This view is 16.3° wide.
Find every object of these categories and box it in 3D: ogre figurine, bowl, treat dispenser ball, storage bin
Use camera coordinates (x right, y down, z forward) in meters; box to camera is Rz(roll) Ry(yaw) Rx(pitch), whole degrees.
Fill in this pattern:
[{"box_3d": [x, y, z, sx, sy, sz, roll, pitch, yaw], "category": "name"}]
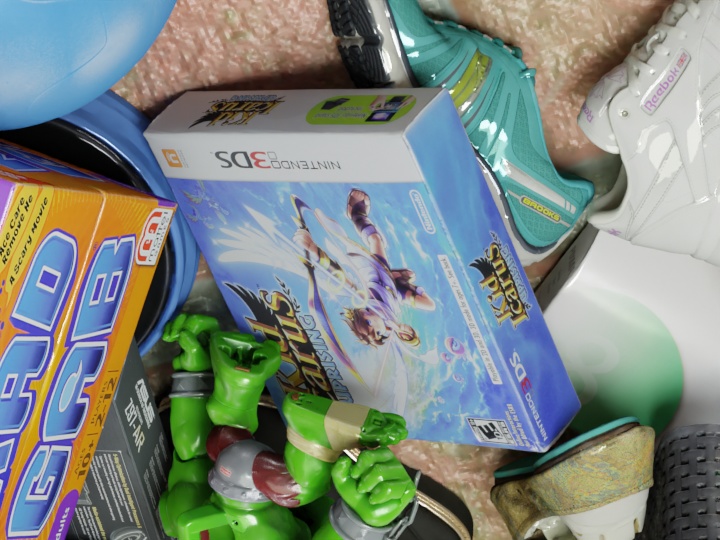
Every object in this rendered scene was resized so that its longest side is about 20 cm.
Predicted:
[{"box_3d": [-0.050, 0.110, 1.302, 0.200, 0.098, 0.120, 25, 109, 27], "category": "ogre figurine"}, {"box_3d": [-0.188, -0.017, 1.358, 0.200, 0.039, 0.201, 2, 121, 4], "category": "bowl"}, {"box_3d": [-0.177, -0.165, 1.173, 0.201, 0.201, 0.201, 2, 121, 4], "category": "treat dispenser ball"}, {"box_3d": [0.217, 0.165, 1.346, 0.135, 0.094, 0.200, 3, 154, -1], "category": "storage bin"}]

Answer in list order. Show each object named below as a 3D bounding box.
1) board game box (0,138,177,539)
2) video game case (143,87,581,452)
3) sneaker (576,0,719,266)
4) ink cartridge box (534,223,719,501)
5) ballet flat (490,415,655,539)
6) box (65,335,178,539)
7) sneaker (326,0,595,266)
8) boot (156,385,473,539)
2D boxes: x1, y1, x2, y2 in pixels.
[{"box_3d": [-0.238, 0.025, 1.199, 0.200, 0.200, 0.200, 20, 94, 15], "category": "board game box"}, {"box_3d": [0.000, 0.000, 1.298, 0.181, 0.045, 0.200, 3, 128, 42], "category": "video game case"}, {"box_3d": [0.163, -0.097, 1.249, 0.099, 0.075, 0.200, 9, 112, 0], "category": "sneaker"}, {"box_3d": [0.189, 0.019, 1.344, 0.161, 0.050, 0.200, 29, 121, -12], "category": "ink cartridge box"}, {"box_3d": [0.119, 0.121, 1.337, 0.071, 0.200, 0.071, 2, 79, -11], "category": "ballet flat"}, {"box_3d": [-0.188, 0.093, 1.373, 0.160, 0.044, 0.200, 1, 133, 17], "category": "box"}, {"box_3d": [0.048, -0.093, 1.285, 0.080, 0.078, 0.200, -37, 110, -8], "category": "sneaker"}, {"box_3d": [-0.031, 0.145, 1.384, 0.200, 0.138, 0.078, 22, 121, -7], "category": "boot"}]
